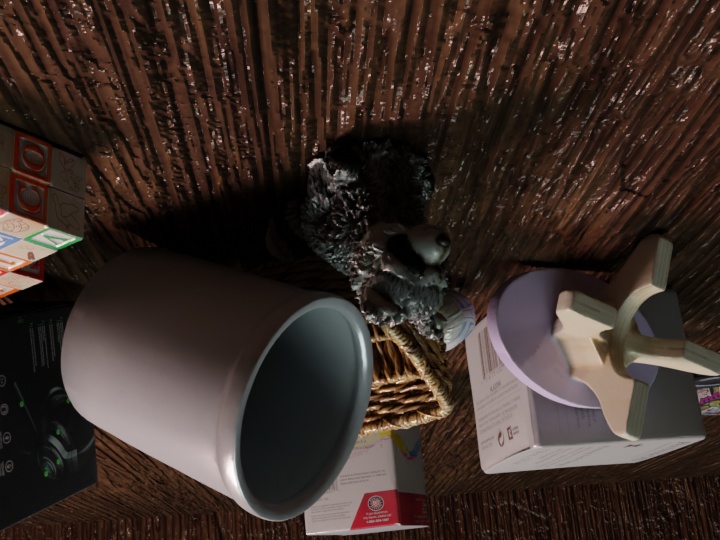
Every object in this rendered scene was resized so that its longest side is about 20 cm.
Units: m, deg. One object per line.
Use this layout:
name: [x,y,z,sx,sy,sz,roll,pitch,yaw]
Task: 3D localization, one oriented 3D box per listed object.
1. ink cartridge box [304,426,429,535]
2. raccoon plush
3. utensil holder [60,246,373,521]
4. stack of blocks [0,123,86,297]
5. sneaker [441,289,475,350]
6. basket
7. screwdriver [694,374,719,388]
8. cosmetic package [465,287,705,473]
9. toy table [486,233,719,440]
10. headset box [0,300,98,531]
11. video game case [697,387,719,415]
ink cartridge box: [0.005,0.268,1.296,0.142,0.205,0.144,-11,162,19]
raccoon plush: [0.000,0.000,0.665,0.095,0.137,0.200,3,158,-23]
utensil holder: [-0.116,0.081,0.719,0.197,0.173,0.169,14,172,32]
stack of blocks: [-0.278,-0.029,0.638,0.197,0.060,0.114,-19,156,33]
sneaker: [0.030,0.067,0.952,0.196,0.074,0.072,-12,167,28]
basket: [-0.029,0.071,0.833,0.197,0.152,0.142,-16,157,31]
screwdriver: [0.592,0.156,1.366,0.196,0.029,0.029,-11,-173,25]
cosmetic package: [0.242,0.125,1.010,0.195,0.170,0.168,-1,160,-13]
toy table: [0.232,0.063,0.852,0.196,0.188,0.117,8,170,-23]
headset box: [-0.320,0.122,0.786,0.091,0.178,0.199,-2,-175,20]
video game case: [0.643,0.204,1.501,0.196,0.037,0.181,2,157,-18]
